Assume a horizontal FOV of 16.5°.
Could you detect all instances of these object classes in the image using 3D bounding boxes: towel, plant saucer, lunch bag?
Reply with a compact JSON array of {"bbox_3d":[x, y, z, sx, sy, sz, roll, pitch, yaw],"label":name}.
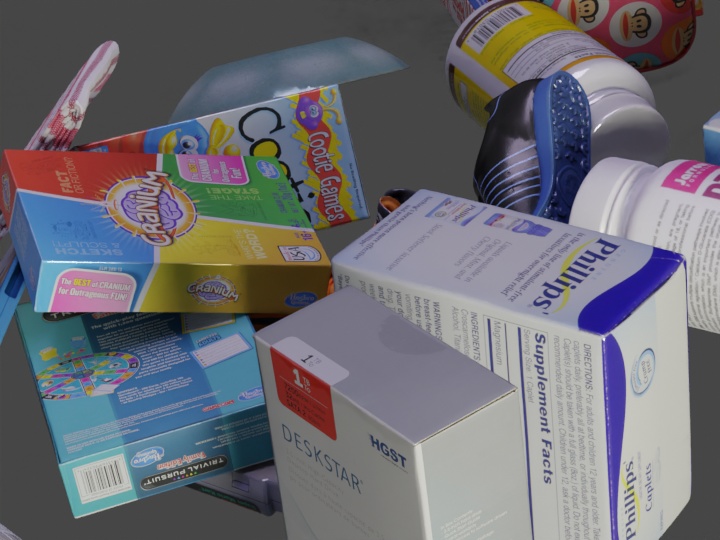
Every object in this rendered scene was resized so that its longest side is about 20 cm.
[{"bbox_3d":[-0.243,-0.073,1.848,0.030,0.200,0.146,34,23,-10],"label":"towel"},{"bbox_3d":[-0.061,-0.157,1.991,0.201,0.039,0.201,-12,4,1],"label":"plant saucer"},{"bbox_3d":[0.180,-0.248,2.018,0.176,0.200,0.082,-12,36,-8],"label":"lunch bag"}]

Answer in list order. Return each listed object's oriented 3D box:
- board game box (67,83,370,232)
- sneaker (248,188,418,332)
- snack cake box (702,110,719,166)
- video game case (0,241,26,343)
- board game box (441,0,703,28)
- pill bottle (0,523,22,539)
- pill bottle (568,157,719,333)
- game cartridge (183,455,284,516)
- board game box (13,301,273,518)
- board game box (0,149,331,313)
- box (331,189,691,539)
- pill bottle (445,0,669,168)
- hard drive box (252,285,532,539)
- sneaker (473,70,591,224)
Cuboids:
[{"bbox_3d":[-0.108,-0.063,1.840,0.200,0.103,0.105,-14,2,-10],"label":"board game box"},{"bbox_3d":[0.000,0.000,1.739,0.199,0.112,0.078,-8,31,0],"label":"sneaker"},{"bbox_3d":[0.330,-0.093,1.816,0.067,0.115,0.200,16,38,34],"label":"snack cake box"},{"bbox_3d":[-0.261,0.041,1.721,0.018,0.143,0.200,30,32,-10],"label":"video game case"},{"bbox_3d":[0.179,-0.250,2.158,0.200,0.046,0.152,-12,29,-7],"label":"board game box"},{"bbox_3d":[-0.267,0.184,1.504,0.109,0.109,0.200,-28,37,-29],"label":"pill bottle"},{"bbox_3d":[0.250,-0.013,1.705,0.200,0.114,0.113,14,38,31],"label":"pill bottle"},{"bbox_3d":[-0.078,0.102,1.668,0.200,0.038,0.130,16,43,34],"label":"game cartridge"},{"bbox_3d":[-0.140,0.071,1.656,0.151,0.047,0.200,-16,32,-8],"label":"board game box"},{"bbox_3d":[-0.136,-0.027,1.692,0.200,0.040,0.153,0,31,-20],"label":"board game box"},{"bbox_3d":[0.096,0.069,1.541,0.200,0.184,0.105,16,37,32],"label":"box"},{"bbox_3d":[0.154,-0.130,1.918,0.109,0.109,0.200,-19,34,-18],"label":"pill bottle"},{"bbox_3d":[0.023,0.132,1.439,0.077,0.200,0.156,-26,36,-28],"label":"hard drive box"},{"bbox_3d":[0.120,-0.046,1.793,0.078,0.070,0.200,-18,55,41],"label":"sneaker"}]
